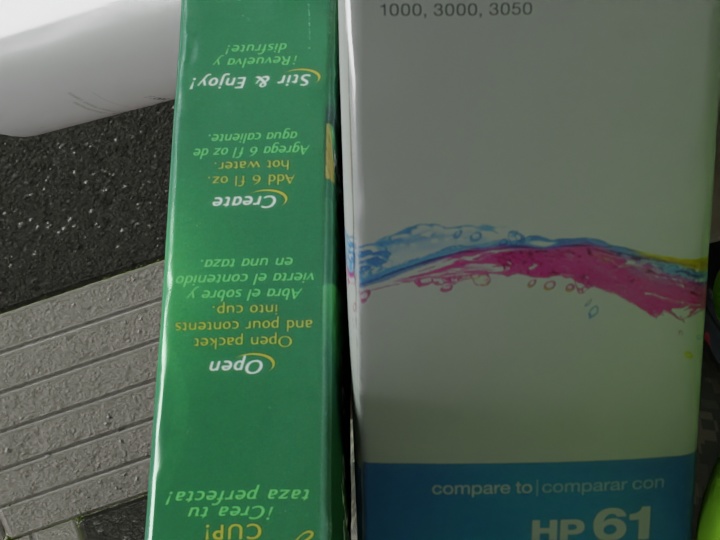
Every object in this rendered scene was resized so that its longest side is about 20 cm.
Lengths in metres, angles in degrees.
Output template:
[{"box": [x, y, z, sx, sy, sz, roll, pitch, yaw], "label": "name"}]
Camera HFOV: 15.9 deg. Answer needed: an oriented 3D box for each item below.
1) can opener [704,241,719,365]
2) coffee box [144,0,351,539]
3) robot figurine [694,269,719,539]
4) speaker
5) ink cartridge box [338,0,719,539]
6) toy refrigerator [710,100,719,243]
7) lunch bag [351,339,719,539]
[{"box": [0.125, 0.007, 0.780, 0.079, 0.063, 0.201, 37, -152, -62], "label": "can opener"}, {"box": [-0.024, 0.037, 0.640, 0.123, 0.044, 0.201, 88, -178, -49], "label": "coffee box"}, {"box": [0.137, 0.066, 0.565, 0.176, 0.115, 0.200, 61, 175, 4], "label": "robot figurine"}, {"box": [-0.045, -0.094, 0.771, 0.199, 0.081, 0.082, -11, 100, 42], "label": "speaker"}, {"box": [0.038, -0.042, 0.609, 0.145, 0.084, 0.201, -88, -4, -56], "label": "ink cartridge box"}, {"box": [0.089, -0.113, 0.750, 0.076, 0.070, 0.201, 93, 160, -56], "label": "toy refrigerator"}, {"box": [0.044, 0.100, 0.786, 0.117, 0.163, 0.201, 4, 83, 52], "label": "lunch bag"}]
